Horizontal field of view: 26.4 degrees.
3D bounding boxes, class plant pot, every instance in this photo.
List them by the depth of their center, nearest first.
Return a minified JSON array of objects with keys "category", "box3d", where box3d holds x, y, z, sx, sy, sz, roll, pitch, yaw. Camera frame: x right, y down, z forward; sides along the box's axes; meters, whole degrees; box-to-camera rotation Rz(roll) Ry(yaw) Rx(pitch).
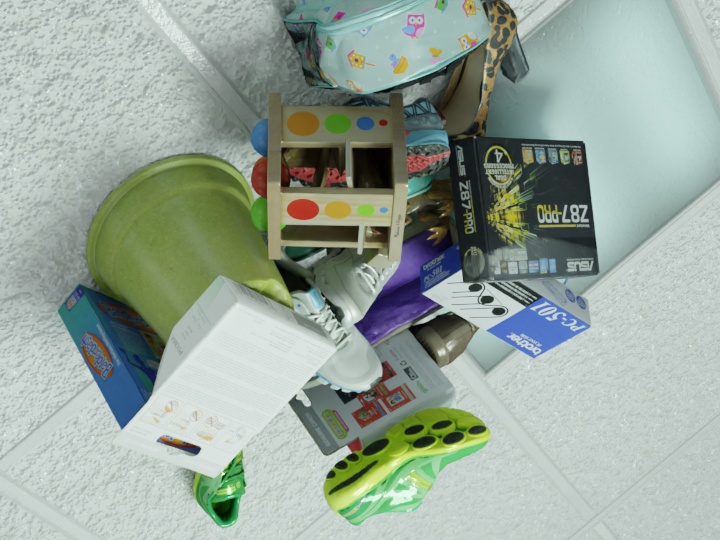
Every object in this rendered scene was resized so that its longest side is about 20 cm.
[{"category":"plant pot","box3d":[-0.165,0.010,1.631,0.200,0.184,0.201,-20,135,-21]}]

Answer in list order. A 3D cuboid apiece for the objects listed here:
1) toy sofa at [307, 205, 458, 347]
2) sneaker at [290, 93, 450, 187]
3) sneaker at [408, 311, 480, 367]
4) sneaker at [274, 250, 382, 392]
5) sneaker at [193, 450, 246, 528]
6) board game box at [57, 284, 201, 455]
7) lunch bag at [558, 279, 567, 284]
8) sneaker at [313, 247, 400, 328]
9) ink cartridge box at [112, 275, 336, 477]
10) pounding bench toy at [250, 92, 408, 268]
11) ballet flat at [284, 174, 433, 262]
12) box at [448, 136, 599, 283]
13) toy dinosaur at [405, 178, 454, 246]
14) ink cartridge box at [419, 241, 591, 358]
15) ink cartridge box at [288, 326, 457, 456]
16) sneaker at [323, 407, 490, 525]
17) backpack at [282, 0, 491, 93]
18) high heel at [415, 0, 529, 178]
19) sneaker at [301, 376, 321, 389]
[{"category":"toy sofa","box3d":[0.042,0.011,1.847,0.200,0.098,0.083,-27,138,-11]},{"category":"sneaker","box3d":[-0.004,-0.148,1.692,0.199,0.096,0.079,-3,150,-2]},{"category":"sneaker","box3d":[0.100,0.090,1.910,0.075,0.071,0.200,-29,-178,-11]},{"category":"sneaker","box3d":[-0.051,0.054,1.716,0.075,0.200,0.087,-43,171,-23]},{"category":"sneaker","box3d":[-0.169,0.241,1.910,0.074,0.084,0.200,-19,135,-20]},{"category":"board game box","box3d":[-0.229,0.112,1.665,0.045,0.200,0.152,-49,137,13]},{"category":"lunch bag","box3d":[0.203,-0.037,1.887,0.161,0.082,0.200,-61,151,-29]},{"category":"sneaker","box3d":[0.000,0.000,1.705,0.081,0.200,0.075,-25,107,15]},{"category":"ink cartridge box","box3d":[-0.144,0.112,1.568,0.200,0.050,0.161,-46,138,14]},{"category":"pounding bench toy","box3d":[-0.036,-0.073,1.599,0.156,0.124,0.200,0,143,-3]},{"category":"ballet flat","box3d":[-0.012,-0.086,1.758,0.200,0.067,0.071,-30,114,-10]},{"category":"box","box3d":[0.187,-0.069,1.742,0.200,0.049,0.162,-1,85,-44]},{"category":"toy dinosaur","box3d":[0.088,-0.090,1.803,0.200,0.106,0.061,-20,130,-11]},{"category":"ink cartridge box","box3d":[0.172,0.030,1.807,0.200,0.044,0.094,30,132,-35]},{"category":"ink cartridge box","box3d":[-0.004,0.143,1.852,0.175,0.200,0.084,-27,136,-12]},{"category":"sneaker","box3d":[0.055,0.223,1.748,0.200,0.074,0.084,-26,129,0]},{"category":"backpack","box3d":[0.027,-0.256,1.520,0.175,0.200,0.154,-26,117,-14]},{"category":"high heel","box3d":[0.107,-0.207,1.711,0.200,0.071,0.143,-50,147,-12]},{"category":"sneaker","box3d":[-0.106,0.083,1.773,0.199,0.075,0.106,-13,138,17]}]
